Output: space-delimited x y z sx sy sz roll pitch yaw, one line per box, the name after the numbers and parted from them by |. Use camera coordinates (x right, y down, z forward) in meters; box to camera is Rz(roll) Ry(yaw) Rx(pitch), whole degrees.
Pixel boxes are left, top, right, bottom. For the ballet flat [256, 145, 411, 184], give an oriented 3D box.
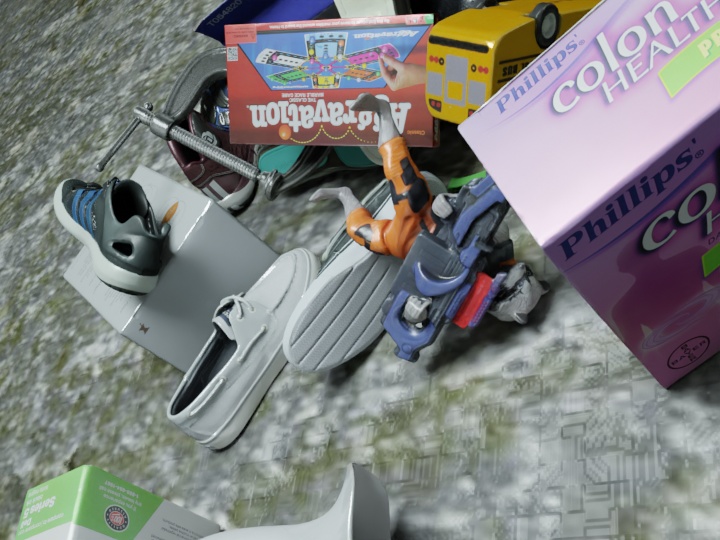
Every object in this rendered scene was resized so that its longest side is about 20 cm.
-0.021 -0.133 0.836 0.197 0.068 0.064 -10 23 37 | ballet flat

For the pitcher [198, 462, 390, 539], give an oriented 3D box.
-0.055 0.245 0.537 0.197 0.121 0.174 -29 57 9 | pitcher

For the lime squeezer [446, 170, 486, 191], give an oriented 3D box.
0.136 -0.061 0.638 0.071 0.038 0.200 -49 39 2 | lime squeezer

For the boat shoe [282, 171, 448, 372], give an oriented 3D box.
0.000 0.000 0.712 0.201 0.072 0.070 -50 28 -15 | boat shoe

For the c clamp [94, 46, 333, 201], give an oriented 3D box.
-0.124 -0.128 0.788 0.196 0.027 0.173 22 71 11 | c clamp

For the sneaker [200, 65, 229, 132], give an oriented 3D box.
-0.067 -0.177 0.857 0.195 0.079 0.077 -13 77 -10 | sneaker

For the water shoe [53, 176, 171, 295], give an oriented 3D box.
-0.229 -0.053 0.792 0.200 0.071 0.080 42 108 43 | water shoe

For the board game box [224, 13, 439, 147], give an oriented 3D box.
-0.027 -0.159 0.710 0.196 0.019 0.106 4 104 24 | board game box

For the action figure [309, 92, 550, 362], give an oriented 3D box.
0.065 -0.045 0.606 0.194 0.104 0.201 46 128 12 | action figure

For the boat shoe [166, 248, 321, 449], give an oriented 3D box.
-0.107 0.060 0.760 0.072 0.068 0.202 25 80 51 | boat shoe

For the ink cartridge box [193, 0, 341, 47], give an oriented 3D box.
-0.035 -0.256 0.846 0.197 0.199 0.041 -29 75 26 | ink cartridge box

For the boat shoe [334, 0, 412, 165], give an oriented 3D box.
0.018 -0.198 0.729 0.071 0.207 0.060 -5 12 27 | boat shoe

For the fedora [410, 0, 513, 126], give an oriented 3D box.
0.095 -0.219 0.727 0.200 0.089 0.206 176 90 -75 | fedora

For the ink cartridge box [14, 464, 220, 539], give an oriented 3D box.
-0.189 0.271 0.612 0.083 0.145 0.203 -24 45 29 | ink cartridge box

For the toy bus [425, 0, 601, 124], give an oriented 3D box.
0.137 -0.168 0.634 0.198 0.080 0.064 -22 32 -39 | toy bus

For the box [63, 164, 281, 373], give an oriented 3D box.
-0.201 -0.003 0.873 0.154 0.106 0.199 -56 38 -7 | box

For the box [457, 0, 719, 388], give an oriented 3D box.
0.182 -0.054 0.449 0.175 0.199 0.098 -39 47 13 | box

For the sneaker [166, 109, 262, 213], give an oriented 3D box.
-0.164 -0.173 0.963 0.075 0.115 0.203 -23 46 29 | sneaker
